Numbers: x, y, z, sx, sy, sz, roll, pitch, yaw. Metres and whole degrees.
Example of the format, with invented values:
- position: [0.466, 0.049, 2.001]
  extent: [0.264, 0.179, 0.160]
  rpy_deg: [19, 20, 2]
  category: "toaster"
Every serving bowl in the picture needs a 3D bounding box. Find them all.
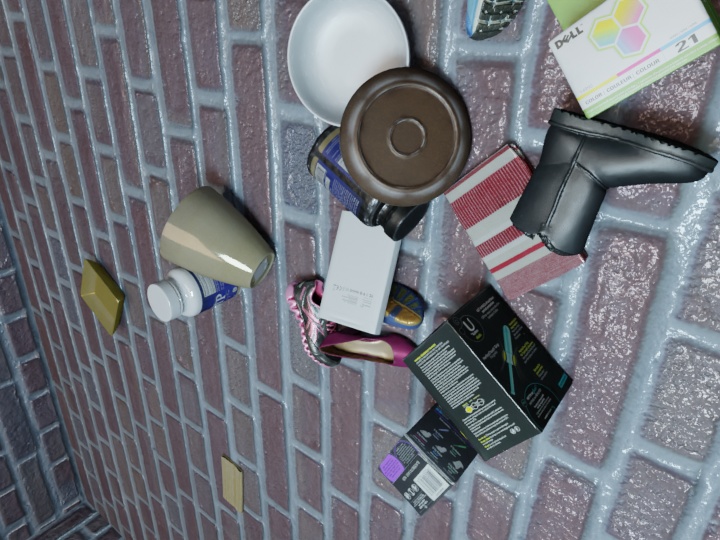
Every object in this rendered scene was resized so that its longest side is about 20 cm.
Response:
- position: [-0.013, -0.330, 0.833]
  extent: [0.198, 0.066, 0.202]
  rpy_deg: [7, 112, 18]
  category: "serving bowl"

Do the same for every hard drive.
- position: [0.000, 0.000, 0.956]
  extent: [0.131, 0.027, 0.202]
  rpy_deg: [13, 90, 36]
  category: "hard drive"

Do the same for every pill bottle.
- position: [0.013, -0.145, 0.880]
  extent: [0.200, 0.112, 0.112]
  rpy_deg: [45, 132, 16]
  category: "pill bottle"
- position: [-0.384, 0.038, 1.245]
  extent: [0.119, 0.199, 0.121]
  rpy_deg: [18, 121, 34]
  category: "pill bottle"

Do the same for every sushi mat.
- position: [-0.407, 0.678, 1.692]
  extent: [0.095, 0.012, 0.202]
  rpy_deg: [26, 125, 31]
  category: "sushi mat"

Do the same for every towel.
- position: [0.225, -0.068, 0.797]
  extent: [0.144, 0.023, 0.201]
  rpy_deg: [-34, 85, 45]
  category: "towel"

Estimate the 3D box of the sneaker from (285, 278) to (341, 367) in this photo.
- position: [-0.080, 0.107, 1.113]
  extent: [0.095, 0.079, 0.201]
  rpy_deg: [-21, 97, 32]
  category: "sneaker"

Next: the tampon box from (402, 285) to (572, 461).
- position: [0.197, 0.156, 0.835]
  extent: [0.200, 0.149, 0.126]
  rpy_deg: [51, 133, 10]
  category: "tampon box"

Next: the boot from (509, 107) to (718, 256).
- position: [0.301, -0.094, 0.664]
  extent: [0.199, 0.076, 0.170]
  rpy_deg: [26, 118, 26]
  category: "boot"

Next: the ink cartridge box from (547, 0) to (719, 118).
- position: [0.283, -0.301, 0.597]
  extent: [0.147, 0.076, 0.201]
  rpy_deg: [-27, 94, 44]
  category: "ink cartridge box"

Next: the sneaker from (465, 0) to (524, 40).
- position: [0.164, -0.401, 0.676]
  extent: [0.090, 0.078, 0.202]
  rpy_deg: [34, 126, 46]
  category: "sneaker"

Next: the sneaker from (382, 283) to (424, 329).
- position: [0.038, 0.070, 0.999]
  extent: [0.199, 0.075, 0.089]
  rpy_deg: [26, 138, 36]
  category: "sneaker"

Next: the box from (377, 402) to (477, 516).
- position: [0.142, 0.292, 0.910]
  extent: [0.106, 0.199, 0.123]
  rpy_deg: [42, 131, 17]
  category: "box"

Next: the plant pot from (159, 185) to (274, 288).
- position: [-0.294, -0.051, 1.160]
  extent: [0.199, 0.187, 0.188]
  rpy_deg: [32, 129, 8]
  category: "plant pot"

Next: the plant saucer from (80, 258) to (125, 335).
- position: [-0.850, 0.084, 1.774]
  extent: [0.200, 0.048, 0.201]
  rpy_deg: [47, 133, 15]
  category: "plant saucer"

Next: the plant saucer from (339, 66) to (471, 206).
- position: [0.068, -0.194, 0.781]
  extent: [0.198, 0.032, 0.202]
  rpy_deg: [0, 101, -2]
  category: "plant saucer"

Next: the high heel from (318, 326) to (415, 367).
- position: [0.017, 0.162, 1.029]
  extent: [0.199, 0.096, 0.068]
  rpy_deg: [10, 116, 38]
  category: "high heel"
